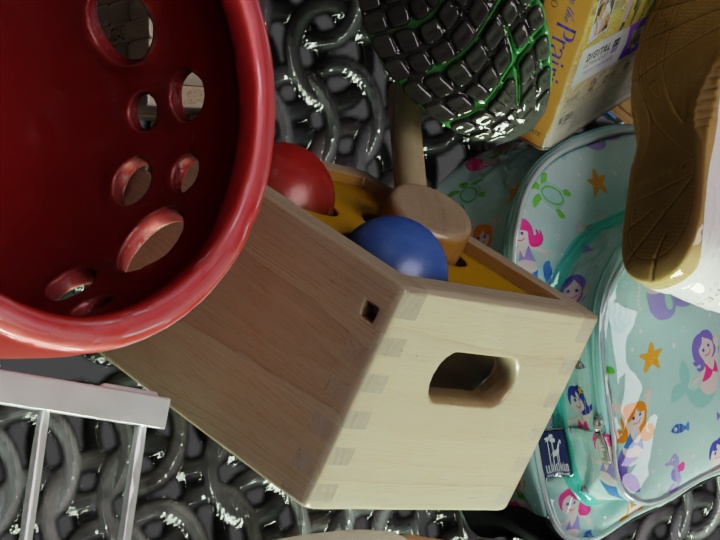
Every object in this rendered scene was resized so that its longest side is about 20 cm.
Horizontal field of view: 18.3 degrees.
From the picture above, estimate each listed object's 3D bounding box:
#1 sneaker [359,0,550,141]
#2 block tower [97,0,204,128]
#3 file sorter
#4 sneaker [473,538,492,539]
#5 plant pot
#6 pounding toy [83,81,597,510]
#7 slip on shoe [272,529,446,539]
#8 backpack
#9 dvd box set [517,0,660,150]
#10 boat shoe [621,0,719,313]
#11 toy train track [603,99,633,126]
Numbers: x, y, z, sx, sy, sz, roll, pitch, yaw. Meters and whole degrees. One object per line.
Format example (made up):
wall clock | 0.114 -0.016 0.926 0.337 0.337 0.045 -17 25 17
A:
sneaker | 0.029 -0.152 1.066 0.201 0.078 0.085 58 12 4
block tower | -0.091 -0.162 1.026 0.057 0.054 0.202 -1 88 -40
file sorter | -0.201 0.090 0.867 0.199 0.138 0.126 14 82 -39
sneaker | 0.110 0.238 1.168 0.200 0.071 0.113 37 61 -25
plant pot | -0.163 -0.062 0.866 0.200 0.182 0.202 8 78 -45
pounding toy | 0.000 0.000 1.002 0.199 0.184 0.143 9 110 -54
slip on shoe | 0.016 0.162 1.066 0.199 0.076 0.061 6 71 -27
backpack | 0.121 0.027 1.145 0.177 0.150 0.202 -19 95 -40
dvd box set | 0.140 -0.169 1.100 0.146 0.029 0.201 -34 146 -54
boat shoe | 0.175 -0.070 1.088 0.069 0.071 0.201 29 62 -30
toy train track | 0.154 -0.079 1.244 0.200 0.032 0.115 35 65 -36
